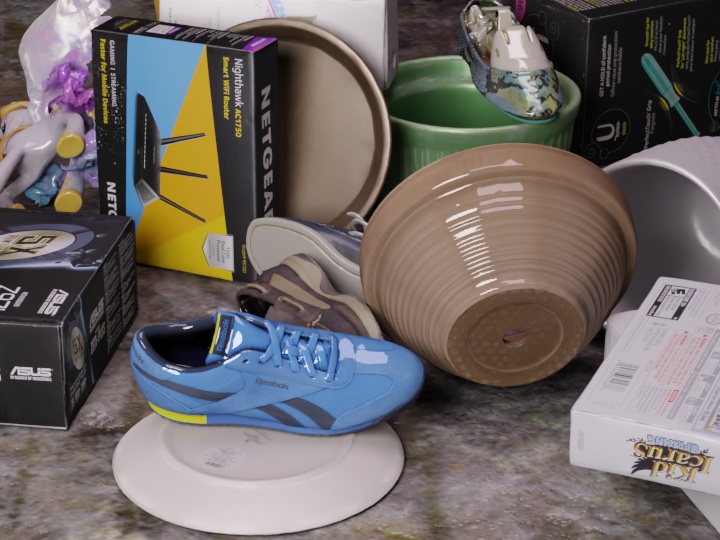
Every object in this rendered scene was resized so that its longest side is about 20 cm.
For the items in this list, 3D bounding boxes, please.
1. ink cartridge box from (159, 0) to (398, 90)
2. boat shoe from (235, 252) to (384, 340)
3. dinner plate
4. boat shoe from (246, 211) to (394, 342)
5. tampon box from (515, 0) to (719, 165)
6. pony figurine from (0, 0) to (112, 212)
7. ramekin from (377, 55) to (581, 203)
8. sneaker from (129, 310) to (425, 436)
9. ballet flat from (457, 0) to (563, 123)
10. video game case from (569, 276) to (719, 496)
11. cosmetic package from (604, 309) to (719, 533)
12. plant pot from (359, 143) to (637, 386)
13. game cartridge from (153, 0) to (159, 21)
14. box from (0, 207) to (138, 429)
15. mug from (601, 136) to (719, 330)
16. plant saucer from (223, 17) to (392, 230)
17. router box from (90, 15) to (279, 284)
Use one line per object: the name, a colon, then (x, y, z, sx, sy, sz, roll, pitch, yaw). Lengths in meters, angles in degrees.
ink cartridge box: (-0.068, -0.210, 1.729, 0.199, 0.085, 0.145, 3, 15, 4)
boat shoe: (-0.035, 0.054, 1.446, 0.073, 0.075, 0.200, -23, 26, -15)
dinner plate: (-0.070, 0.120, 1.344, 0.199, 0.024, 0.200, -1, 25, 1)
boat shoe: (0.000, 0.000, 1.540, 0.200, 0.075, 0.062, 18, 32, 32)
tampon box: (0.260, -0.203, 1.887, 0.199, 0.150, 0.126, -13, 28, -26)
pony figurine: (-0.261, -0.129, 1.727, 0.193, 0.167, 0.200, -31, 29, 13)
ramekin: (0.096, -0.115, 1.762, 0.199, 0.098, 0.200, 0, 25, 0)
sneaker: (-0.057, 0.064, 1.322, 0.199, 0.079, 0.066, 1, 55, 6)
ballet flat: (0.127, -0.192, 1.728, 0.074, 0.074, 0.200, -7, 26, -14)
video game case: (0.248, 0.076, 1.239, 0.181, 0.046, 0.200, 9, 28, 22)
cosmetic package: (0.248, 0.095, 1.332, 0.101, 0.074, 0.200, -9, 25, -16)
plant pot: (0.102, 0.014, 1.385, 0.200, 0.201, 0.093, -3, 43, -5)
game cartridge: (-0.094, -0.264, 1.818, 0.199, 0.177, 0.033, 2, 55, 3)
box: (-0.269, 0.030, 1.466, 0.163, 0.086, 0.200, 4, 25, 9)
mug: (0.281, -0.013, 1.511, 0.200, 0.148, 0.175, 45, 35, 17)
plant saucer: (-0.068, -0.111, 1.649, 0.199, 0.201, 0.029, 6, 9, 14)
router box: (-0.142, -0.099, 1.607, 0.149, 0.201, 0.051, 10, 26, 21)
